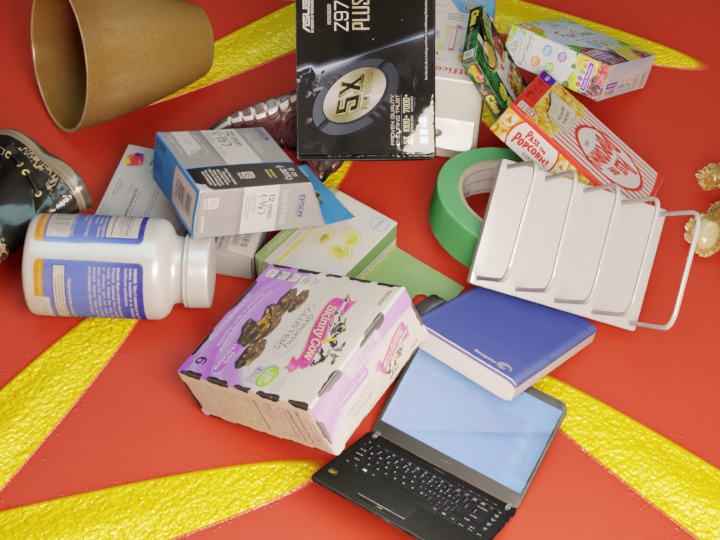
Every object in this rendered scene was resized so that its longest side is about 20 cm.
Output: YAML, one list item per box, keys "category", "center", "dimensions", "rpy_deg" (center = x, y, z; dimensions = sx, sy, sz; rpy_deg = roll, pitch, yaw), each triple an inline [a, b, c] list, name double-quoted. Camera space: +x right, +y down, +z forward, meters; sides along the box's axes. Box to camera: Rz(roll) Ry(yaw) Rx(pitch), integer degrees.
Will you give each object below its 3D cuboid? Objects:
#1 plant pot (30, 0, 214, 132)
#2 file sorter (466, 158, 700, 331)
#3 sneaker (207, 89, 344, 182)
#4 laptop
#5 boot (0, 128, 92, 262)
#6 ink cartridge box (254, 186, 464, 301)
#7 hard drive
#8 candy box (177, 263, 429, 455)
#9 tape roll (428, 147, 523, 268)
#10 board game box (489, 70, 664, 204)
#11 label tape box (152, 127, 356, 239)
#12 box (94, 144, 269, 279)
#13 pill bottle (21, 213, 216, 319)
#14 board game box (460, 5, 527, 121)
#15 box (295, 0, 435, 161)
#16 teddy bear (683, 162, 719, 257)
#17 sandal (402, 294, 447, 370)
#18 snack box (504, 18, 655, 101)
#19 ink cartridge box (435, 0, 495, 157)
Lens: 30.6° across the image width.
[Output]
- category: "plant pot"
  center: [-0.293, -0.284, 1.674]
  dimensions: [0.198, 0.188, 0.187]
  rpy_deg: [-13, 48, -31]
- category: "file sorter"
  center: [0.237, -0.027, 1.394]
  dimensions: [0.198, 0.124, 0.140]
  rpy_deg: [16, 88, -10]
- category: "sneaker"
  center: [-0.091, -0.154, 1.623]
  dimensions: [0.198, 0.076, 0.117]
  rpy_deg: [-20, 89, 14]
- category: "laptop"
  center: [0.081, 0.170, 1.296]
  dimensions: [0.176, 0.104, 0.200]
  rpy_deg: [25, 24, 21]
- category: "boot"
  center: [-0.423, -0.083, 1.533]
  dimensions: [0.199, 0.074, 0.150]
  rpy_deg: [29, 57, 35]
- category: "ink cartridge box"
  center: [0.000, 0.000, 1.496]
  dimensions: [0.199, 0.048, 0.145]
  rpy_deg: [29, 53, 25]
- category: "hard drive"
  center: [0.154, 0.066, 1.402]
  dimensions: [0.131, 0.026, 0.199]
  rpy_deg: [31, 29, 23]
- category: "candy box"
  center: [-0.058, 0.083, 1.335]
  dimensions: [0.199, 0.072, 0.168]
  rpy_deg: [9, 49, 42]
- category: "tape roll"
  center: [0.180, -0.065, 1.537]
  dimensions: [0.198, 0.049, 0.202]
  rpy_deg: [9, 39, -7]
- category: "board game box"
  center: [0.257, -0.135, 1.547]
  dimensions: [0.200, 0.046, 0.152]
  rpy_deg: [42, 32, 0]
- category: "label tape box"
  center: [-0.118, -0.105, 1.487]
  dimensions: [0.198, 0.067, 0.143]
  rpy_deg: [-8, 35, -26]
- category: "box"
  center: [-0.203, -0.072, 1.558]
  dimensions: [0.198, 0.041, 0.157]
  rpy_deg: [10, 46, 5]
- category: "pill bottle"
  center: [-0.261, -0.003, 1.444]
  dimensions: [0.197, 0.113, 0.113]
  rpy_deg: [3, 47, 0]
- category: "board game box"
  center: [0.180, -0.215, 1.610]
  dimensions: [0.023, 0.200, 0.106]
  rpy_deg: [-14, 42, 29]
- category: "box"
  center: [0.008, -0.230, 1.539]
  dimensions: [0.162, 0.203, 0.086]
  rpy_deg: [1, 4, 4]
- category: "teddy bear"
  center: [0.469, -0.074, 1.581]
  dimensions: [0.143, 0.067, 0.201]
  rpy_deg: [10, 53, 20]
- category: "sandal"
  center: [0.021, 0.084, 1.394]
  dimensions: [0.043, 0.077, 0.200]
  rpy_deg: [37, 58, 28]
- category: "snack box"
  center: [0.284, -0.276, 1.703]
  dimensions: [0.141, 0.053, 0.200]
  rpy_deg: [26, 23, 21]
- category: "ink cartridge box"
  center: [0.097, -0.242, 1.670]
  dimensions: [0.127, 0.126, 0.201]
  rpy_deg: [7, 47, 5]
